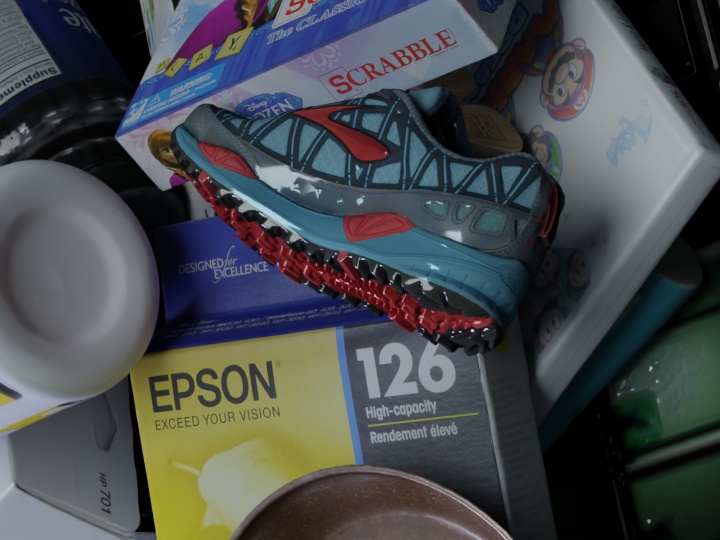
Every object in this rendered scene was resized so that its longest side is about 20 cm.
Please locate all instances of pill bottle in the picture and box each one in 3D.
[{"bbox_3d":[-0.190,0.026,1.177,0.200,0.111,0.113,-23,71,50],"label":"pill bottle"},{"bbox_3d":[-0.176,-0.082,1.316,0.112,0.112,0.200,-49,59,23],"label":"pill bottle"}]

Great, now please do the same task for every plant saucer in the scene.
[{"bbox_3d":[0.019,0.179,1.057,0.199,0.037,0.202,6,101,32],"label":"plant saucer"}]

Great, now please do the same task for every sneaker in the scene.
[{"bbox_3d":[0.006,-0.036,1.060,0.199,0.079,0.096,26,73,36],"label":"sneaker"}]

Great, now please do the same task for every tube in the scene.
[{"bbox_3d":[0.074,0.054,1.146,0.200,0.050,0.078,-48,44,28],"label":"tube"}]

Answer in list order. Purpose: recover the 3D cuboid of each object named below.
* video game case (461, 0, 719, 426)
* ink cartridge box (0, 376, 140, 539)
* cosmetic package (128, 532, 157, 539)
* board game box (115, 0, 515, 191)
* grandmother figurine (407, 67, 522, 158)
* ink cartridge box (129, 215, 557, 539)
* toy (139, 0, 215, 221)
[{"bbox_3d":[0.068,-0.028,1.131,0.200,0.024,0.182,-56,37,24],"label":"video game case"},{"bbox_3d":[-0.215,0.123,1.315,0.200,0.086,0.147,-40,40,28],"label":"ink cartridge box"},{"bbox_3d":[-0.120,0.257,1.275,0.150,0.052,0.201,-35,65,28],"label":"cosmetic package"},{"bbox_3d":[-0.003,-0.145,1.158,0.199,0.041,0.200,-20,34,35],"label":"board game box"},{"bbox_3d":[0.000,0.000,1.150,0.200,0.060,0.122,-55,46,30],"label":"grandmother figurine"},{"bbox_3d":[-0.014,0.069,1.109,0.197,0.047,0.202,-9,93,36],"label":"ink cartridge box"},{"bbox_3d":[-0.083,-0.113,1.270,0.115,0.047,0.201,106,148,-70],"label":"toy"}]
